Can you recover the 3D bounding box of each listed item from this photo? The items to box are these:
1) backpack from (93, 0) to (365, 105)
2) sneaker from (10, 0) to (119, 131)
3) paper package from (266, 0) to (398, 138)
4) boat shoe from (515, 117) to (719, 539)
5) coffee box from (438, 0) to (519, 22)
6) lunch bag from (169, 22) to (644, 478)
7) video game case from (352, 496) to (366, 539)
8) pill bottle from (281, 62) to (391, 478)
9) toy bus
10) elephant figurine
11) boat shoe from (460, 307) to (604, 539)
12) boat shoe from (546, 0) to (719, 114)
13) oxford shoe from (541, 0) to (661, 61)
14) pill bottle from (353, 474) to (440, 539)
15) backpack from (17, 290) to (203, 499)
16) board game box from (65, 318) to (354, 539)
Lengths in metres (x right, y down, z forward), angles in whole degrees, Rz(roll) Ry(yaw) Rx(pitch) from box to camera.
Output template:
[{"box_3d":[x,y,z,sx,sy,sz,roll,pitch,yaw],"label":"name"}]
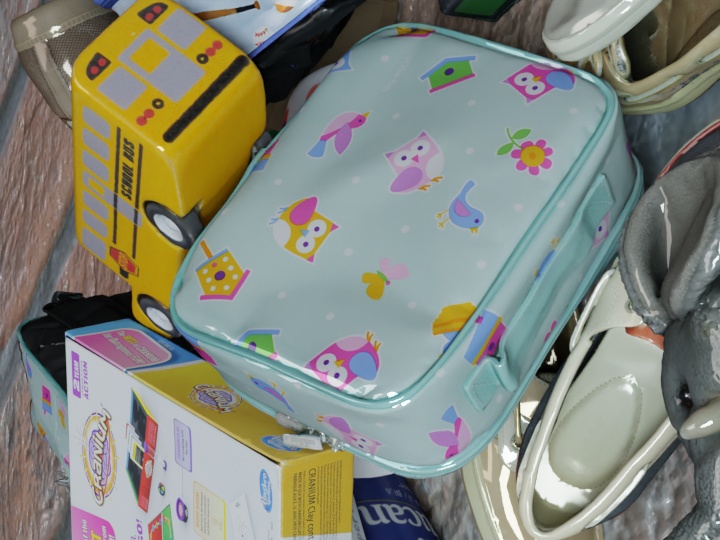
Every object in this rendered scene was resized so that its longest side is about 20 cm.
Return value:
[{"box_3d":[-0.041,-0.177,0.725,0.200,0.154,0.191,-36,20,46],"label":"backpack"},{"box_3d":[-0.117,-0.117,0.813,0.070,0.200,0.076,-17,99,28],"label":"sneaker"},{"box_3d":[-0.074,-0.109,0.984,0.191,0.103,0.201,38,120,55],"label":"paper package"},{"box_3d":[0.124,0.027,0.623,0.071,0.063,0.200,33,113,11],"label":"boat shoe"},{"box_3d":[0.069,-0.249,0.799,0.123,0.044,0.201,-39,55,53],"label":"coffee box"},{"box_3d":[0.024,-0.009,0.657,0.160,0.077,0.200,22,66,33],"label":"lunch bag"},{"box_3d":[-0.054,0.167,0.786,0.143,0.018,0.200,-39,47,23],"label":"video game case"},{"box_3d":[0.000,0.000,0.780,0.111,0.111,0.201,-38,36,53],"label":"pill bottle"},{"box_3d":[-0.094,-0.040,0.720,0.078,0.065,0.200,36,155,7],"label":"toy bus"},{"box_3d":[0.153,0.008,0.529,0.142,0.155,0.200,51,126,20],"label":"elephant figurine"},{"box_3d":[0.089,0.068,0.716,0.065,0.072,0.201,-19,78,37],"label":"boat shoe"},{"box_3d":[0.137,-0.115,0.649,0.200,0.062,0.074,-15,75,60],"label":"boat shoe"},{"box_3d":[0.130,-0.176,0.604,0.200,0.058,0.075,-55,23,11],"label":"oxford shoe"},{"box_3d":[0.007,0.195,0.807,0.200,0.111,0.111,59,137,44],"label":"pill bottle"},{"box_3d":[-0.118,0.093,0.979,0.200,0.175,0.154,27,127,59],"label":"backpack"},{"box_3d":[-0.080,0.124,0.737,0.200,0.040,0.154,23,117,48],"label":"board game box"}]
